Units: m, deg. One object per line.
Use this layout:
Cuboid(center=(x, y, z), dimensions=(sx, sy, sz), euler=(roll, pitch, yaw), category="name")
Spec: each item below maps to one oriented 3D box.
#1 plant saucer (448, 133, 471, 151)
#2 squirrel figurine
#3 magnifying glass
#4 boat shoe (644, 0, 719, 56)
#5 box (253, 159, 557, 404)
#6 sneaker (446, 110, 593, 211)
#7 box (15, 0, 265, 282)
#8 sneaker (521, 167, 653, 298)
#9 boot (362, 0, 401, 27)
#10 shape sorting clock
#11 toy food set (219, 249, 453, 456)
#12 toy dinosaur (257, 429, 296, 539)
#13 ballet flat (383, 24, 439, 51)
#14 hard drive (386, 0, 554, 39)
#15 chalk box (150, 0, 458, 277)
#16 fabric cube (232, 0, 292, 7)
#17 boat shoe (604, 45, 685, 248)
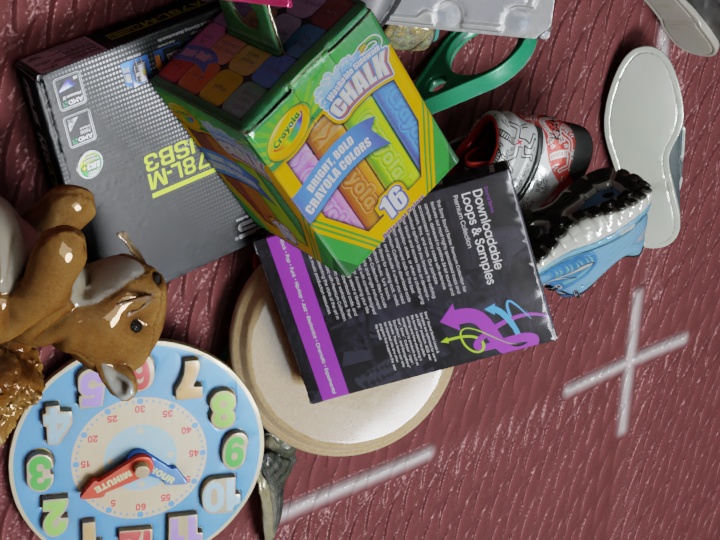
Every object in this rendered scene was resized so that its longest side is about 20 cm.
Cuboid(center=(0.083, -0.031, 1.227), dimensions=(0.200, 0.034, 0.201), euler=(-19, 124, -30), category="plant saucer")
Cuboid(center=(-0.234, 0.029, 0.939), dimensions=(0.186, 0.142, 0.200), euler=(29, 111, -35), category="squirrel figurine")
Cuboid(center=(0.057, -0.142, 1.130), dimensions=(0.200, 0.080, 0.022), euler=(-38, 131, -3), category="magnifying glass")
Cuboid(center=(0.277, -0.266, 1.241), dimensions=(0.200, 0.067, 0.057), euler=(40, 70, -48), category="boat shoe")
Cuboid(center=(0.036, 0.010, 1.061), dimensions=(0.199, 0.036, 0.143), euler=(-14, 110, 9), category="box")
Cuboid(center=(0.111, -0.040, 1.183), dimensions=(0.108, 0.067, 0.202), euler=(9, 113, -29), category="sneaker")
Cuboid(center=(-0.132, -0.093, 1.017), dimensions=(0.200, 0.047, 0.194), euler=(-26, 125, -25), category="box")
Cuboid(center=(0.155, -0.003, 1.136), dimensions=(0.200, 0.078, 0.090), euler=(-24, 128, -11), category="sneaker")
Cuboid(center=(-0.009, -0.251, 0.908), dimensions=(0.132, 0.070, 0.201), euler=(-23, 131, -59), category="boot")
Cuboid(center=(-0.172, 0.147, 1.090), dimensions=(0.199, 0.039, 0.201), euler=(-8, 117, -15), category="shape sorting clock")
Cuboid(center=(-0.014, 0.053, 1.143), dimensions=(0.198, 0.049, 0.200), euler=(30, 92, -17), category="toy food set")
Cuboid(center=(-0.089, 0.172, 1.194), dimensions=(0.088, 0.047, 0.201), euler=(-12, 123, -41), category="toy dinosaur")
Cuboid(center=(0.032, -0.261, 1.049), dimensions=(0.071, 0.071, 0.201), euler=(-14, 120, -32), category="ballet flat")
Cuboid(center=(0.047, -0.245, 1.006), dimensions=(0.199, 0.038, 0.140), euler=(6, 115, 1), category="hard drive")
Cuboid(center=(-0.047, -0.117, 0.958), dimensions=(0.124, 0.125, 0.200), euler=(-47, 133, -11), category="chalk box")
Cuboid(center=(-0.130, -0.276, 0.785), dimensions=(0.199, 0.196, 0.200), euler=(4, 112, -13), category="fabric cube")
Cuboid(center=(0.272, -0.122, 1.323), dimensions=(0.062, 0.073, 0.201), euler=(-65, 148, -59), category="boat shoe")
